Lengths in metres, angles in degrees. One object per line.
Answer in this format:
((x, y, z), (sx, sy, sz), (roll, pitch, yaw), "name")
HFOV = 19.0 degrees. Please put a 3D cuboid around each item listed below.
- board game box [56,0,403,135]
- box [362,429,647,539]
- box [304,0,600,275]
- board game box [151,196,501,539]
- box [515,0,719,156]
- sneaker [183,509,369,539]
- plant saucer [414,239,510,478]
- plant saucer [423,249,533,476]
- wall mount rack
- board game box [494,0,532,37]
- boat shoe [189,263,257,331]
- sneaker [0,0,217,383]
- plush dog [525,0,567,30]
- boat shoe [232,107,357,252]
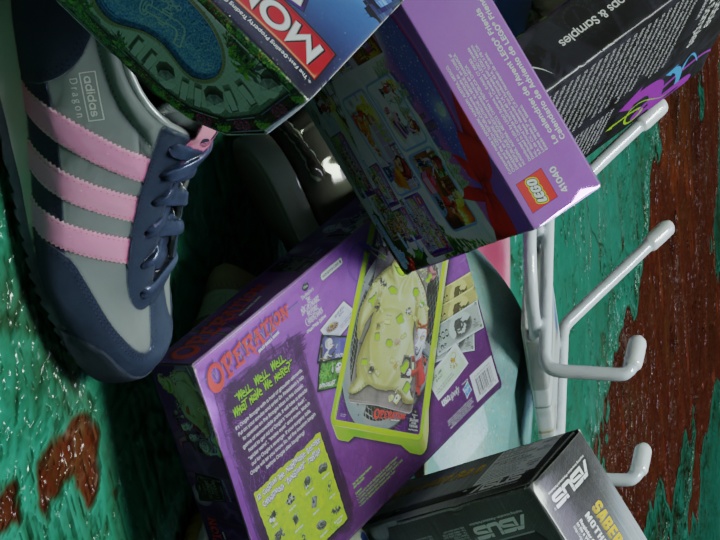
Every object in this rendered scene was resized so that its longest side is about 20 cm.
((-0.082, -0.132, 0.693), (0.200, 0.062, 0.200), (45, 42, -5), "board game box")
((0.060, 0.171, 1.004), (0.159, 0.200, 0.048), (57, 46, -10), "box")
((0.007, -0.100, 0.887), (0.201, 0.039, 0.137), (59, -21, -5), "box")
((-0.009, 0.046, 0.950), (0.200, 0.032, 0.121), (-39, 124, -47), "board game box")
((0.110, -0.095, 1.049), (0.200, 0.036, 0.143), (-35, 164, -23), "box")
((-0.041, 0.202, 0.953), (0.075, 0.088, 0.201), (31, 63, -73), "sneaker")
((0.051, 0.039, 1.279), (0.200, 0.051, 0.202), (5, 90, -78), "plant saucer")
((0.068, 0.087, 1.162), (0.201, 0.038, 0.202), (5, 90, -79), "plant saucer")
((0.130, 0.013, 1.161), (0.200, 0.074, 0.174), (76, 17, -56), "wall mount rack")
((-0.007, -0.154, 1.009), (0.199, 0.039, 0.159), (17, 79, -32), "board game box")
((-0.026, 0.056, 1.031), (0.200, 0.071, 0.077), (59, 25, -60), "boat shoe")
((-0.083, -0.040, 0.799), (0.070, 0.082, 0.201), (-68, 154, -51), "sneaker")
((0.091, -0.168, 1.140), (0.160, 0.200, 0.172), (33, 26, -22), "plush dog")
((0.002, 0.001, 1.052), (0.060, 0.072, 0.202), (-34, 130, -12), "boat shoe")
